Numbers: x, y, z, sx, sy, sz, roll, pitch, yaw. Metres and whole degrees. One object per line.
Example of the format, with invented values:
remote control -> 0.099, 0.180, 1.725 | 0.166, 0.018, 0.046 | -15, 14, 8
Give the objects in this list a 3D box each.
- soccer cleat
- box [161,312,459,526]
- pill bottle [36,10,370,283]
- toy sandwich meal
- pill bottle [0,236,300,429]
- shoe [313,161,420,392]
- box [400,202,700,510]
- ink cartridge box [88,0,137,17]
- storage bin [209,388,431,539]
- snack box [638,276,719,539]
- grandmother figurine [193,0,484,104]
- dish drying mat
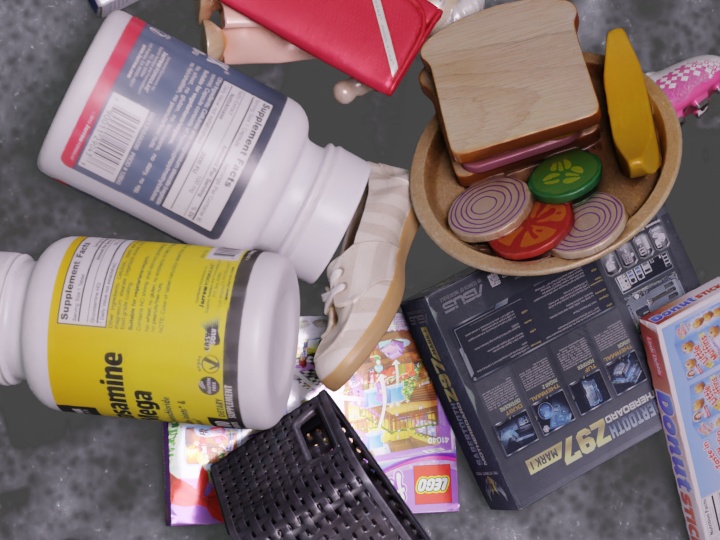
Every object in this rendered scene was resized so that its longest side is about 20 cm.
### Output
soccer cleat -> 0.167, -0.112, 1.438 | 0.199, 0.070, 0.087 | -33, 80, -15
box -> -0.035, 0.100, 1.394 | 0.198, 0.039, 0.138 | -1, 84, -11
pill bottle -> -0.101, -0.075, 1.359 | 0.199, 0.120, 0.120 | 27, 80, -7
toy sandwich meal -> 0.116, -0.090, 1.354 | 0.204, 0.070, 0.206 | -10, 53, 13
pill bottle -> -0.145, 0.038, 1.309 | 0.198, 0.112, 0.113 | 4, 83, 10
shoe -> 0.000, 0.000, 1.365 | 0.053, 0.070, 0.201 | 31, 44, -8
box -> 0.145, 0.050, 1.405 | 0.199, 0.051, 0.159 | -27, 94, -21
ink cartridge box -> -0.137, -0.305, 1.415 | 0.199, 0.043, 0.197 | -28, 90, -10
storage bin -> 0.000, 0.193, 1.310 | 0.093, 0.135, 0.201 | -33, 112, 1
snack box -> 0.244, 0.110, 1.407 | 0.072, 0.024, 0.201 | -25, 114, -21
grandmother figurine -> -0.011, -0.173, 1.415 | 0.198, 0.061, 0.122 | -6, 80, -10
dish drying mat -> -0.047, -0.195, 1.374 | 0.199, 0.018, 0.077 | 31, 75, 3
